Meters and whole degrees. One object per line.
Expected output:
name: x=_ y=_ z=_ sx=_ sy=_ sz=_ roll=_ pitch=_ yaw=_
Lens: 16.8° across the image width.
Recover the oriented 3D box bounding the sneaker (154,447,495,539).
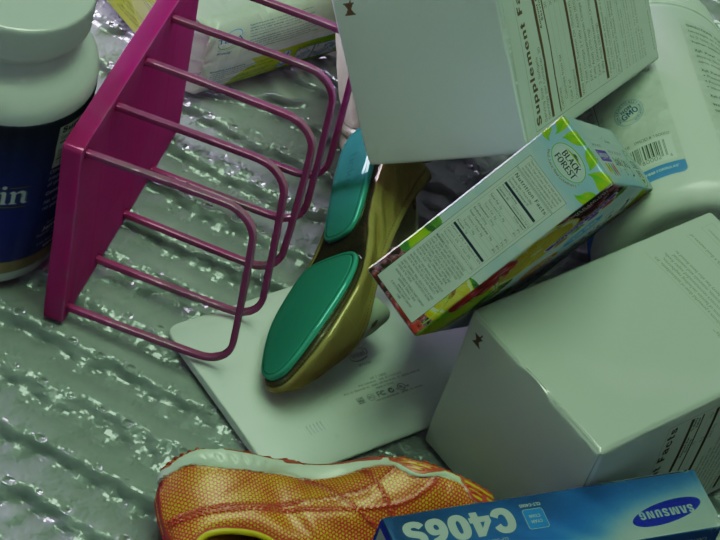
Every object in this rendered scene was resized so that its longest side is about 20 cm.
sneaker: x=-0.019 y=0.145 z=1.380 sx=0.198 sy=0.073 sz=0.078 roll=1 pitch=69 yaw=-14

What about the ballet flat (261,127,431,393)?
ballet flat: x=0.000 y=0.000 z=1.489 sx=0.063 sy=0.068 sz=0.201 roll=38 pitch=57 yaw=-28

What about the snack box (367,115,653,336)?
snack box: x=0.093 y=-0.025 z=1.432 sx=0.053 sy=0.142 sz=0.200 roll=54 pitch=11 yaw=7

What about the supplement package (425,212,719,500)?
supplement package: x=0.160 y=0.072 z=1.463 sx=0.199 sy=0.120 sz=0.121 roll=-20 pitch=56 yaw=-34

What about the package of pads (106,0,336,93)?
package of pads: x=-0.109 y=-0.219 z=1.688 sx=0.154 sy=0.068 sz=0.200 roll=-21 pitch=57 yaw=-35

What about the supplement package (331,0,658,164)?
supplement package: x=0.086 y=-0.153 z=1.509 sx=0.116 sy=0.118 sz=0.200 roll=-2 pitch=19 yaw=33

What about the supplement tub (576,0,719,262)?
supplement tub: x=0.199 y=-0.077 z=1.616 sx=0.131 sy=0.132 sz=0.201 roll=5 pitch=46 yaw=-15

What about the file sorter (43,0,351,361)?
file sorter: x=-0.093 y=-0.064 z=1.484 sx=0.125 sy=0.140 sz=0.201 roll=20 pitch=44 yaw=6

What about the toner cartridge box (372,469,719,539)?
toner cartridge box: x=0.096 y=0.168 z=1.366 sx=0.198 sy=0.095 sz=0.043 roll=-7 pitch=51 yaw=-24

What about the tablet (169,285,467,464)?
tablet: x=-0.005 y=0.053 z=1.501 sx=0.199 sy=0.014 sz=0.130 roll=-18 pitch=55 yaw=-33

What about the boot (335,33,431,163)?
boot: x=0.024 y=-0.153 z=1.625 sx=0.071 sy=0.156 sz=0.200 roll=0 pitch=18 yaw=14

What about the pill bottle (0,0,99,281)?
pill bottle: x=-0.216 y=-0.098 z=1.436 sx=0.115 sy=0.201 sz=0.116 roll=10 pitch=44 yaw=-10
